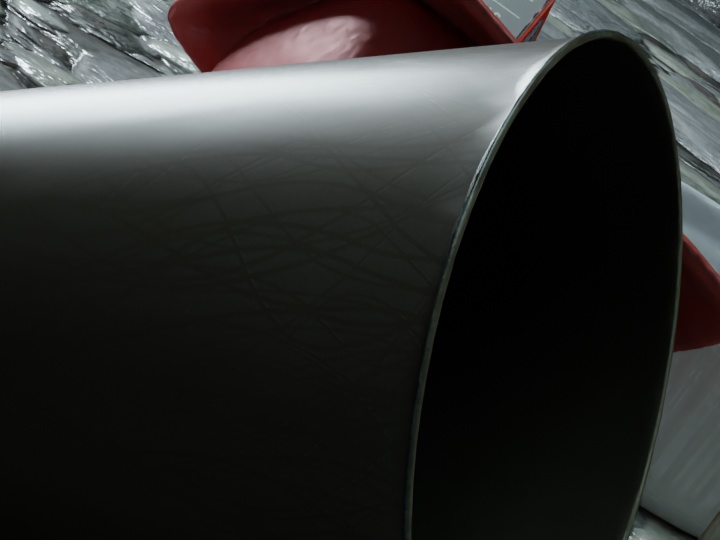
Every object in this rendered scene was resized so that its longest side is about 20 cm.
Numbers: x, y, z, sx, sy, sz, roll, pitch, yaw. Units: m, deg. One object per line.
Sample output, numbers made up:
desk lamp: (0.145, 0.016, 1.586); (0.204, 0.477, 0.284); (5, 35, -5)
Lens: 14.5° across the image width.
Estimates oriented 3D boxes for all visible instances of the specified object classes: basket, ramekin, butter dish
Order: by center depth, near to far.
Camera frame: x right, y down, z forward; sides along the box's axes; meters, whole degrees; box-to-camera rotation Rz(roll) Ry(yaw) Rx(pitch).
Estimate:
basket: (-0.038, 0.019, 0.733); (0.199, 0.181, 0.136); (5, -27, 29)
butter dish: (0.000, 0.000, 1.015); (0.200, 0.148, 0.199); (47, -24, -19)
ramekin: (0.151, 0.040, 1.297); (0.199, 0.105, 0.200); (33, 14, -9)

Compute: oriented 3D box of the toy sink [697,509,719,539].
toy sink: (0.202, 0.150, 0.993); (0.200, 0.131, 0.112); (37, 14, 8)

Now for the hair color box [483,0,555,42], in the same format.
hair color box: (-0.005, -0.070, 1.146); (0.111, 0.200, 0.064); (35, 58, 7)
